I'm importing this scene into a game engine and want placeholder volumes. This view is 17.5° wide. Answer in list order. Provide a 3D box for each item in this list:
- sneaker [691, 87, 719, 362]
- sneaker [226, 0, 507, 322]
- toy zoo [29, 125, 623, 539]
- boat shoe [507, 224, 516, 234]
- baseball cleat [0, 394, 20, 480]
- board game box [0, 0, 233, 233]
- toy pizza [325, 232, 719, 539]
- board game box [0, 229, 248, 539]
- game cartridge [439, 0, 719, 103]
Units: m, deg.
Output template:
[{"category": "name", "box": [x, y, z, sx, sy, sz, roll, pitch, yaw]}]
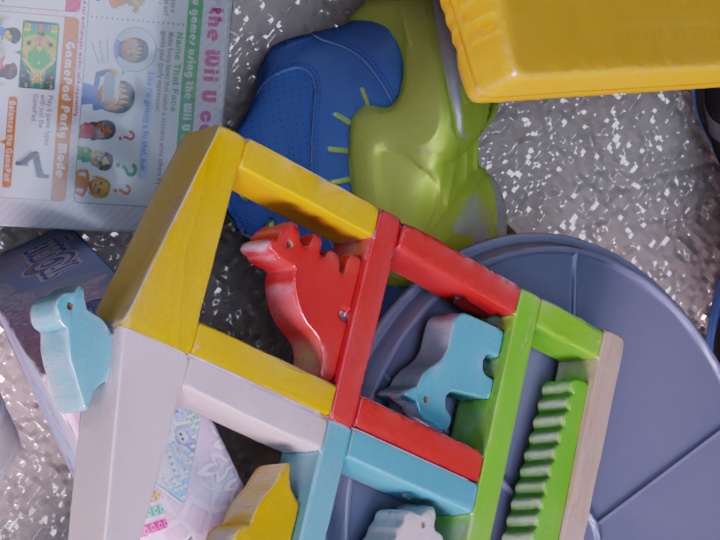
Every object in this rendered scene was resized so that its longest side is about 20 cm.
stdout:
[{"category": "sneaker", "box": [0.171, -0.026, 0.894, 0.070, 0.083, 0.201, -4, 98, -18]}, {"category": "sneaker", "box": [0.000, 0.000, 0.828, 0.104, 0.076, 0.201, -6, 70, 20]}, {"category": "toy zoo", "box": [-0.009, 0.045, 0.675, 0.199, 0.020, 0.132, 28, 67, -34]}, {"category": "boat shoe", "box": [0.020, 0.077, 0.861, 0.073, 0.066, 0.201, 12, 71, 6]}, {"category": "baseball cleat", "box": [-0.141, 0.021, 0.745, 0.106, 0.200, 0.070, 35, 58, -15]}, {"category": "board game box", "box": [-0.144, -0.092, 0.789, 0.199, 0.064, 0.149, 4, 96, -18]}, {"category": "toy pizza", "box": [0.058, 0.089, 0.760, 0.199, 0.032, 0.202, 6, 81, -40]}, {"category": "board game box", "box": [-0.059, 0.093, 0.769, 0.043, 0.200, 0.200, -27, 105, -9]}, {"category": "game cartridge", "box": [0.071, -0.157, 0.799, 0.176, 0.032, 0.201, -7, 79, -45]}]
